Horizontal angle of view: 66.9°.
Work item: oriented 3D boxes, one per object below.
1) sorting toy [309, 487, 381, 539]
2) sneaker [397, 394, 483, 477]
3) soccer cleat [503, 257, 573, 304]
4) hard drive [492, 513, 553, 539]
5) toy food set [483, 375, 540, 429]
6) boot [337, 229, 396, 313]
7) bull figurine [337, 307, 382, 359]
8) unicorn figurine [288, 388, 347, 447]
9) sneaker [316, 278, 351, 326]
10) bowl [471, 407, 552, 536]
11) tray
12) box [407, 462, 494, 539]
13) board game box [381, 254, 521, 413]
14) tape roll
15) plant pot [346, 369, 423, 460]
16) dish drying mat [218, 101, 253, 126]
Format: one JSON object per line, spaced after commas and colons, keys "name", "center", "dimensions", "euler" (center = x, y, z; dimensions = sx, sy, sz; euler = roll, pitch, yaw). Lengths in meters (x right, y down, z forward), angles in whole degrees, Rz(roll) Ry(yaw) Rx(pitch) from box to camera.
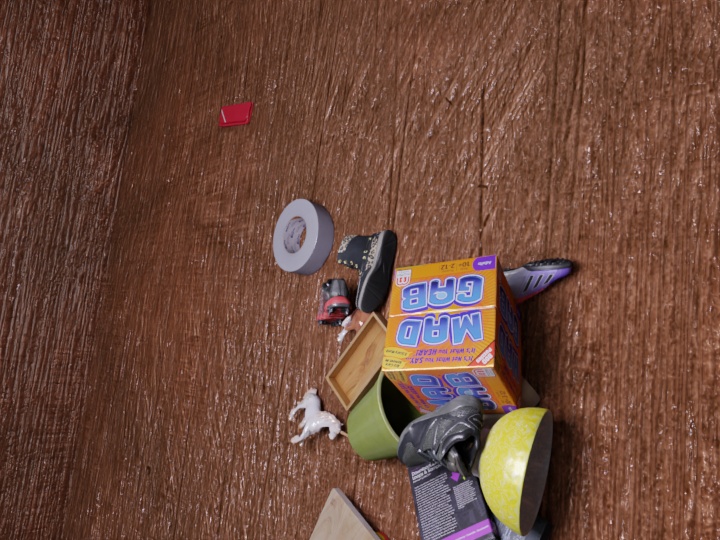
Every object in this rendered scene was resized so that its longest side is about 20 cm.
{"name": "sorting toy", "center": [-0.023, 0.637, 1.220], "dimensions": [0.197, 0.068, 0.205], "euler": [34, 104, 43]}
{"name": "sneaker", "center": [0.131, 0.307, 0.935], "dimensions": [0.198, 0.076, 0.116], "euler": [-40, 21, 31]}
{"name": "soccer cleat", "center": [0.315, 0.026, 1.044], "dimensions": [0.196, 0.067, 0.076], "euler": [-16, 88, 40]}
{"name": "hard drive", "center": [0.230, 0.476, 0.987], "dimensions": [0.197, 0.033, 0.142], "euler": [12, 65, 50]}
{"name": "toy food set", "center": [0.230, 0.227, 1.060], "dimensions": [0.143, 0.061, 0.200], "euler": [-43, 46, 0]}
{"name": "boot", "center": [0.001, 0.000, 1.338], "dimensions": [0.151, 0.073, 0.210], "euler": [3, 68, 46]}
{"name": "bull figurine", "center": [0.016, 0.183, 1.288], "dimensions": [0.119, 0.065, 0.205], "euler": [-29, 58, 23]}
{"name": "unicorn figurine", "center": [-0.116, 0.376, 1.367], "dimensions": [0.137, 0.073, 0.202], "euler": [-44, 47, 15]}
{"name": "sneaker", "center": [-0.069, 0.079, 1.361], "dimensions": [0.201, 0.068, 0.102], "euler": [124, 145, -64]}
{"name": "bowl", "center": [0.249, 0.323, 0.922], "dimensions": [0.105, 0.198, 0.208], "euler": [10, 87, 31]}
{"name": "tray", "center": [0.008, 0.205, 1.227], "dimensions": [0.202, 0.037, 0.099], "euler": [-54, 54, 16]}
{"name": "box", "center": [0.169, 0.434, 1.031], "dimensions": [0.141, 0.036, 0.203], "euler": [-32, 39, 18]}
{"name": "board game box", "center": [0.174, 0.125, 0.987], "dimensions": [0.194, 0.201, 0.206], "euler": [-8, 54, 27]}
{"name": "tape roll", "center": [-0.163, -0.093, 1.535], "dimensions": [0.196, 0.065, 0.208], "euler": [-12, 73, 42]}
{"name": "plant pot", "center": [0.064, 0.313, 1.147], "dimensions": [0.190, 0.195, 0.206], "euler": [-42, 53, 42]}
{"name": "dish drying mat", "center": [-0.452, -0.562, 1.965], "dimensions": [0.196, 0.018, 0.080], "euler": [10, 87, 46]}
